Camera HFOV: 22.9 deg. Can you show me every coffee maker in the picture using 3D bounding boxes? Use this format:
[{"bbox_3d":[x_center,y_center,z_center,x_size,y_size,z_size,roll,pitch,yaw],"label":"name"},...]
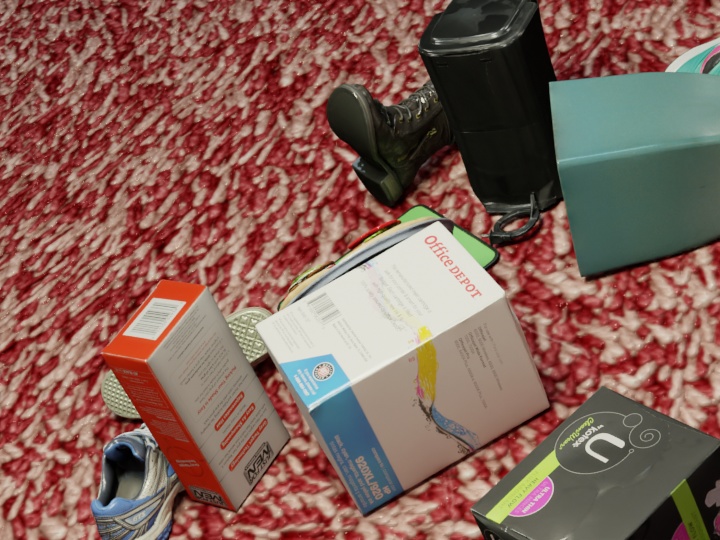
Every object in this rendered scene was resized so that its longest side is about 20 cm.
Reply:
[{"bbox_3d":[0.150,-0.169,1.804,0.135,0.200,0.192,-18,34,11],"label":"coffee maker"}]

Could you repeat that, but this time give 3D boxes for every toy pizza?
[{"bbox_3d":[0.000,0.000,1.704,0.200,0.200,0.032,-30,77,-6],"label":"toy pizza"}]

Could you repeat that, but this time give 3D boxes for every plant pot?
[{"bbox_3d":[0.293,-0.105,1.699,0.200,0.141,0.141,-10,38,9],"label":"plant pot"}]

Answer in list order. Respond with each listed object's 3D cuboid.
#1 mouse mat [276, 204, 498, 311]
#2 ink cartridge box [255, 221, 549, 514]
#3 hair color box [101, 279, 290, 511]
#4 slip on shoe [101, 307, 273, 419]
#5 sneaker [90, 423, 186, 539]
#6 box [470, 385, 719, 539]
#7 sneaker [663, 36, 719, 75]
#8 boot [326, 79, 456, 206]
[{"bbox_3d":[0.026,0.011,1.820,0.200,0.008,0.161,-35,36,-15],"label":"mouse mat"},{"bbox_3d":[0.039,0.085,1.597,0.200,0.145,0.147,-29,36,-5],"label":"ink cartridge box"},{"bbox_3d":[-0.147,0.115,1.625,0.061,0.200,0.102,7,46,38],"label":"hair color box"},{"bbox_3d":[-0.168,0.094,1.794,0.200,0.074,0.061,-26,0,9],"label":"slip on shoe"},{"bbox_3d":[-0.199,0.179,1.675,0.077,0.085,0.200,-8,38,23],"label":"sneaker"},{"bbox_3d":[0.197,0.214,1.288,0.149,0.200,0.124,-41,38,-20],"label":"box"},{"bbox_3d":[0.414,-0.219,1.808,0.200,0.084,0.121,-37,31,-3],"label":"sneaker"},{"bbox_3d":[0.058,-0.177,1.891,0.174,0.200,0.069,-44,57,-13],"label":"boot"}]
